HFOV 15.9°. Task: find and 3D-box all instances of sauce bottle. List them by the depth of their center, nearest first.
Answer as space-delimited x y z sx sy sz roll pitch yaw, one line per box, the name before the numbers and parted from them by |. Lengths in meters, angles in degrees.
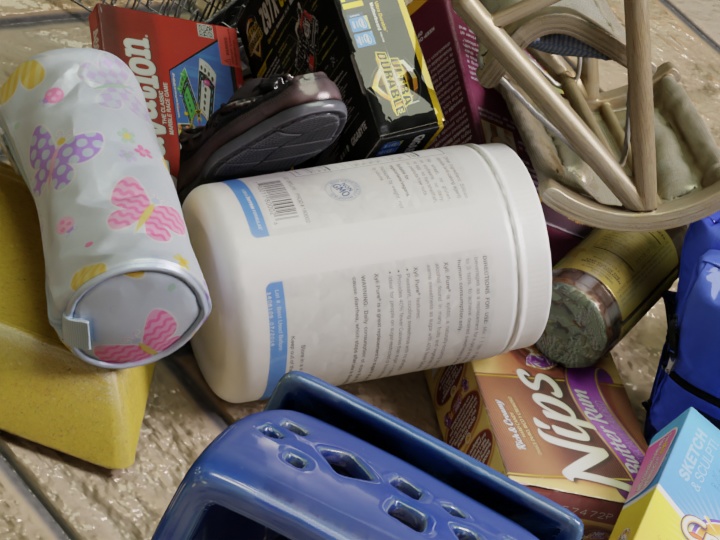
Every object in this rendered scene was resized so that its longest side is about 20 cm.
sauce bottle | 0.174 -0.005 1.665 0.065 0.065 0.200 35 37 13

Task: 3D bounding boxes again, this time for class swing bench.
swing bench | 0.134 -0.140 1.610 0.129 0.201 0.199 -23 25 4

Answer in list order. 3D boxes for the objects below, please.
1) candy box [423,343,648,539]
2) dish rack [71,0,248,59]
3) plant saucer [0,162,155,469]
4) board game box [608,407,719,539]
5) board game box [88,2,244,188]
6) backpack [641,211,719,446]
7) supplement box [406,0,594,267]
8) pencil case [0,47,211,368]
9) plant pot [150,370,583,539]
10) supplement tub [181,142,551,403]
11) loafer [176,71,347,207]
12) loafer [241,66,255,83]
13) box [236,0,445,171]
candy box | 0.110 0.092 1.603 0.116 0.057 0.200 14 33 -22
dish rack | -0.151 -0.217 1.858 0.199 0.055 0.153 31 31 7
plant saucer | -0.203 0.004 1.480 0.199 0.049 0.200 21 37 -10
board game box | 0.208 0.194 1.482 0.153 0.040 0.200 40 41 -7
board game box | -0.117 -0.081 1.660 0.102 0.019 0.201 8 55 -26
backpack | 0.255 0.067 1.615 0.162 0.201 0.168 27 32 28
supplement box | 0.084 -0.086 1.754 0.110 0.086 0.201 20 44 -36
pencil case | -0.149 -0.039 1.456 0.090 0.083 0.201 0 44 -25
plant pot | -0.009 0.177 1.263 0.199 0.201 0.180 27 26 2
supplement tub | 0.000 0.000 1.533 0.199 0.132 0.132 -8 43 -17
loafer | -0.070 -0.085 1.539 0.071 0.200 0.063 -9 77 -26
loafer | -0.015 -0.102 1.782 0.199 0.072 0.063 0 45 -41
box | -0.016 -0.126 1.633 0.049 0.200 0.161 -12 76 -18
